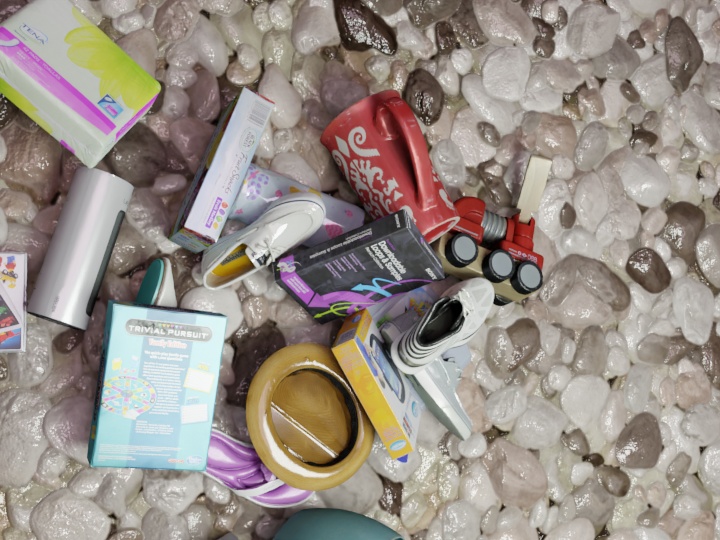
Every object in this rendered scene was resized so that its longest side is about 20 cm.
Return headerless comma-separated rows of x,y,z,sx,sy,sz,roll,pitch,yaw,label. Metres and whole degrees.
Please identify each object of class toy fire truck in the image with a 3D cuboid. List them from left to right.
0.206,-0.074,1.362,0.173,0.128,0.204,21,67,-15,toy fire truck

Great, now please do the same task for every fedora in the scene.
-0.075,0.202,1.245,0.197,0.082,0.206,4,80,-25,fedora

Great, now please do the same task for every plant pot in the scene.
-0.052,0.398,1.201,0.134,0.201,0.201,32,72,23,plant pot

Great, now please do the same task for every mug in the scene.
0.042,-0.133,1.253,0.132,0.177,0.203,-30,82,5,mug

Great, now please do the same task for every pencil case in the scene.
-0.091,-0.079,1.270,0.197,0.091,0.084,22,54,-17,pencil case

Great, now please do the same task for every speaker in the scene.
-0.363,-0.030,1.173,0.080,0.081,0.204,19,78,-16,speaker

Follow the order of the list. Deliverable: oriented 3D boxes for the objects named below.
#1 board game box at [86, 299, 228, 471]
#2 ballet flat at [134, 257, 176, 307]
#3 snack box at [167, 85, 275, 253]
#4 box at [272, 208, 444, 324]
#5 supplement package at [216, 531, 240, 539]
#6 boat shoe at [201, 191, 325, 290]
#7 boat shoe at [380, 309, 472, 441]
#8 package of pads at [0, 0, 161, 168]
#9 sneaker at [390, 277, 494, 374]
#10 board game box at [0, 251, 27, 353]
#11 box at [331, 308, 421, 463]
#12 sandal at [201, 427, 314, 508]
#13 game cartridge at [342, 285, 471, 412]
-0.259,0.149,1.156,0.148,0.047,0.205,8,91,-25,board game box
-0.280,0.085,1.206,0.068,0.069,0.204,21,83,-16,ballet flat
-0.188,-0.131,1.209,0.052,0.142,0.203,25,77,-16,snack box
0.000,0.000,1.221,0.197,0.143,0.037,-23,55,16,box
-0.171,0.466,1.178,0.112,0.109,0.204,-23,92,-20,supplement package
-0.132,-0.033,1.206,0.197,0.070,0.071,-25,124,15,boat shoe
0.110,0.146,1.290,0.071,0.070,0.203,-36,94,-14,boat shoe
-0.374,-0.253,1.167,0.199,0.068,0.156,41,45,-11,package of pads
0.136,0.061,1.232,0.200,0.115,0.076,-38,85,-32,sneaker
-0.523,0.041,1.134,0.196,0.035,0.129,1,84,-19,board game box
0.031,0.164,1.251,0.041,0.119,0.202,-27,102,16,box
-0.148,0.275,1.235,0.199,0.050,0.084,20,79,-17,sandal
0.073,0.090,1.337,0.133,0.040,0.201,-42,99,-21,game cartridge
